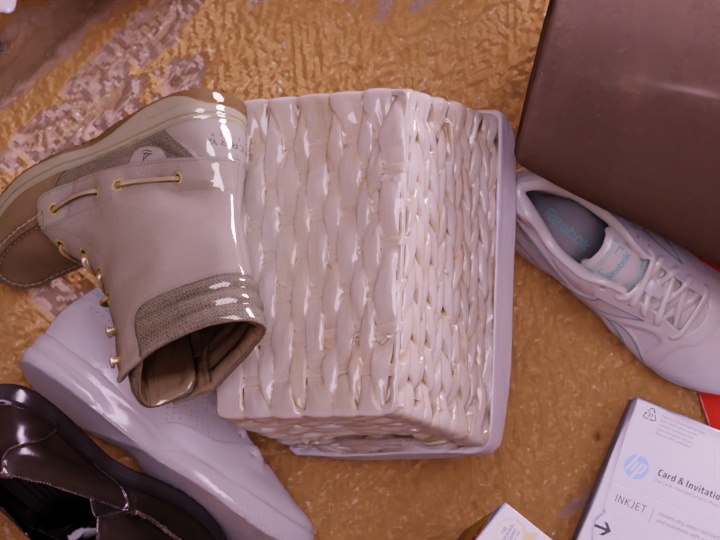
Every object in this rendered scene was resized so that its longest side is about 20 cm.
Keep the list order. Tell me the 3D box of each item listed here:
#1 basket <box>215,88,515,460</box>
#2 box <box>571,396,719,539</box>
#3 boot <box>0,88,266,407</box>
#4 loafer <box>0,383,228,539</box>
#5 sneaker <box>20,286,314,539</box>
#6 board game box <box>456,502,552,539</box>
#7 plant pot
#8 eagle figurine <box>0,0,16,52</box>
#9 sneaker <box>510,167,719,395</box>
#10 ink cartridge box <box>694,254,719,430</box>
[{"bbox_3d":[0.000,0.000,1.577,0.135,0.123,0.200,-3,78,30],"label":"basket"},{"bbox_3d":[0.189,0.193,1.617,0.156,0.041,0.200,22,85,0],"label":"box"},{"bbox_3d":[-0.133,0.006,1.556,0.200,0.072,0.155,-29,58,35],"label":"boot"},{"bbox_3d":[-0.151,0.145,1.557,0.200,0.073,0.071,38,35,-27],"label":"loafer"},{"bbox_3d":[-0.093,0.082,1.612,0.200,0.075,0.089,39,68,4],"label":"sneaker"},{"bbox_3d":[0.039,0.196,1.531,0.034,0.200,0.134,38,80,3],"label":"board game box"},{"bbox_3d":[0.182,-0.096,1.561,0.174,0.200,0.200,14,80,1],"label":"plant pot"},{"bbox_3d":[-0.176,-0.221,1.629,0.200,0.152,0.151,-34,64,-3],"label":"eagle figurine"},{"bbox_3d":[0.160,0.009,1.626,0.200,0.080,0.070,34,91,5],"label":"sneaker"},{"bbox_3d":[0.286,0.011,1.656,0.200,0.047,0.160,-16,81,-8],"label":"ink cartridge box"}]
